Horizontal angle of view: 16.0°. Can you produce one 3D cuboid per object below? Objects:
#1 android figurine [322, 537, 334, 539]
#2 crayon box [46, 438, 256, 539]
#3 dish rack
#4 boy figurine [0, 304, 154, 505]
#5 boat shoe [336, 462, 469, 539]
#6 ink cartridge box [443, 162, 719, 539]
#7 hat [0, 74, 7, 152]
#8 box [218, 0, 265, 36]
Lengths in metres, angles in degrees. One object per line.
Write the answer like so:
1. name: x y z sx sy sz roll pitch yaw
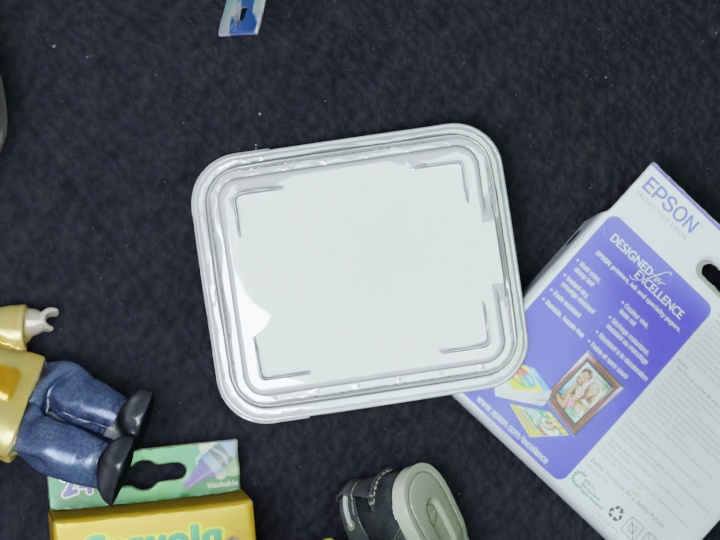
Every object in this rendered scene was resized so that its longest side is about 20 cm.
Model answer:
1. android figurine: -0.001 0.249 1.518 0.182 0.041 0.201 -11 108 34
2. crayon box: -0.126 0.212 1.586 0.125 0.052 0.201 -5 94 -10
3. dish rack: 0.000 0.000 1.596 0.199 0.044 0.172 -8 87 -2
4. boy figurine: -0.226 0.068 1.562 0.199 0.064 0.125 23 63 3
5. boat shoe: 0.046 0.218 1.637 0.067 0.072 0.201 -15 106 29
6. ink cartridge box: 0.188 0.067 1.652 0.198 0.043 0.200 43 88 -9
7. hat: -0.317 -0.097 1.539 0.200 0.081 0.201 -1 93 -18
8. box: -0.065 -0.245 1.550 0.048 0.122 0.201 16 91 -14
